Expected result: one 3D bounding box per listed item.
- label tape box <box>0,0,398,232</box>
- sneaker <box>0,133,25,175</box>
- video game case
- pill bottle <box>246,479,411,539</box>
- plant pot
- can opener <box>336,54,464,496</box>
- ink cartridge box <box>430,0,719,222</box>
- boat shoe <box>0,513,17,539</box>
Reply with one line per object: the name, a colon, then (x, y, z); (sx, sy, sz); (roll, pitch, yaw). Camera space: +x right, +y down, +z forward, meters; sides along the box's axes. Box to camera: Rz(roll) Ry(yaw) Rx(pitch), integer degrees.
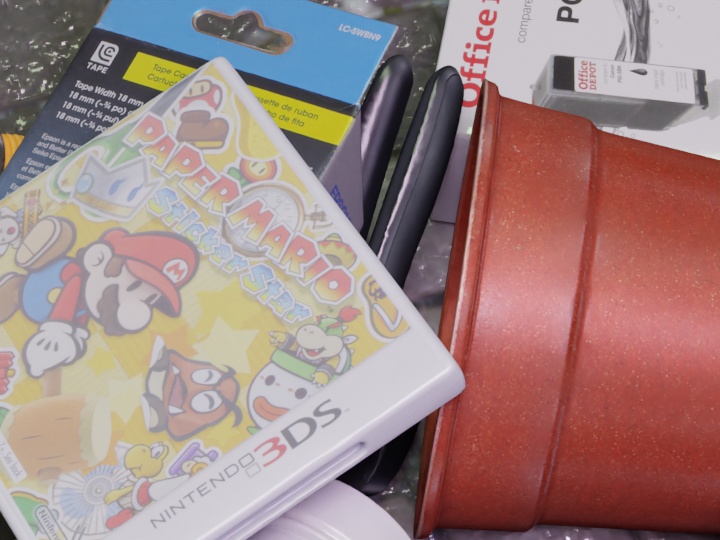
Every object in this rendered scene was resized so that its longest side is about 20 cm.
label tape box: (-0.079, -0.028, 1.264); (0.144, 0.063, 0.200); (19, 66, 26)
sneaker: (-0.222, 0.016, 1.305); (0.077, 0.078, 0.200); (29, 81, -22)
video game case: (-0.083, 0.027, 1.178); (0.182, 0.023, 0.200); (-34, 55, -4)
pill bottle: (-0.059, 0.176, 1.149); (0.112, 0.112, 0.200); (26, 53, 18)
plant pot: (0.133, 0.030, 1.244); (0.195, 0.201, 0.201); (8, 61, 0)
can opener: (0.000, 0.000, 1.295); (0.063, 0.079, 0.200); (9, 86, 21)
ink cartridge box: (0.137, -0.093, 1.366); (0.200, 0.083, 0.147); (7, 61, 8)
boat shoe: (-0.167, 0.067, 1.307); (0.073, 0.065, 0.200); (5, 61, 7)
